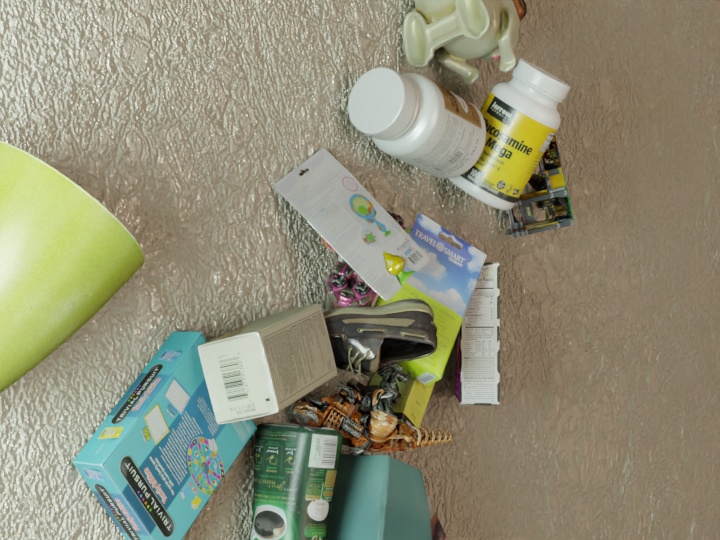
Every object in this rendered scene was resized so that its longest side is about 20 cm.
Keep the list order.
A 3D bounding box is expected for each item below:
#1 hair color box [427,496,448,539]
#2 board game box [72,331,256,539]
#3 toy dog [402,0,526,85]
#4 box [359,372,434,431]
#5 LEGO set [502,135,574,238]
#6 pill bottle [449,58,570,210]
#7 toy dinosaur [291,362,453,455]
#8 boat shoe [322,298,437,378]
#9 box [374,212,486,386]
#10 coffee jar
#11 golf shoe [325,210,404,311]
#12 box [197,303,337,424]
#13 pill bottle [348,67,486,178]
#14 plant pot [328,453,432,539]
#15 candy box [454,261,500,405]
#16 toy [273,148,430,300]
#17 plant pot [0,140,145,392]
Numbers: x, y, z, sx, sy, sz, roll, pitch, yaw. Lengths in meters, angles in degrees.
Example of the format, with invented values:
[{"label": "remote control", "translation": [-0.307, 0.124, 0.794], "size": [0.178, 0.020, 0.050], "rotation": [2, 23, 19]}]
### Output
[{"label": "hair color box", "translation": [0.073, 0.403, 1.866], "size": [0.111, 0.064, 0.201], "rotation": [-56, 134, -40]}, {"label": "board game box", "translation": [-0.208, 0.189, 1.476], "size": [0.200, 0.047, 0.152], "rotation": [-55, 132, -39]}, {"label": "toy dog", "translation": [0.154, -0.360, 1.943], "size": [0.200, 0.139, 0.195], "rotation": [6, 58, -55]}, {"label": "box", "translation": [0.066, 0.127, 1.848], "size": [0.050, 0.075, 0.201], "rotation": [51, 49, -44]}, {"label": "LEGO set", "translation": [0.259, -0.145, 2.125], "size": [0.154, 0.115, 0.201], "rotation": [-89, 164, -60]}, {"label": "pill bottle", "translation": [0.217, -0.198, 1.960], "size": [0.112, 0.112, 0.201], "rotation": [8, 115, -55]}, {"label": "toy dinosaur", "translation": [0.013, 0.186, 1.716], "size": [0.199, 0.102, 0.136], "rotation": [33, 39, -23]}, {"label": "boat shoe", "translation": [0.004, 0.089, 1.673], "size": [0.075, 0.199, 0.074], "rotation": [89, -17, -48]}, {"label": "box", "translation": [0.083, 0.037, 1.812], "size": [0.122, 0.048, 0.201], "rotation": [31, 60, -14]}, {"label": "coffee jar", "translation": [-0.081, 0.284, 1.609], "size": [0.085, 0.104, 0.201], "rotation": [15, 79, -51]}, {"label": "golf shoe", "translation": [0.000, 0.000, 1.770], "size": [0.092, 0.072, 0.200], "rotation": [101, 13, -47]}, {"label": "box", "translation": [-0.101, 0.103, 1.546], "size": [0.200, 0.077, 0.096], "rotation": [-19, 95, -71]}, {"label": "pill bottle", "translation": [0.075, -0.201, 1.823], "size": [0.200, 0.114, 0.115], "rotation": [18, 76, -54]}, {"label": "plant pot", "translation": [0.007, 0.339, 1.709], "size": [0.141, 0.141, 0.201], "rotation": [32, 62, -51]}, {"label": "candy box", "translation": [0.167, 0.088, 1.950], "size": [0.136, 0.061, 0.202], "rotation": [17, 74, -89]}, {"label": "toy", "translation": [-0.016, -0.050, 1.705], "size": [0.200, 0.047, 0.115], "rotation": [43, 44, 5]}, {"label": "plant pot", "translation": [-0.327, 0.018, 1.219], "size": [0.201, 0.186, 0.187], "rotation": [-57, 135, -17]}]
